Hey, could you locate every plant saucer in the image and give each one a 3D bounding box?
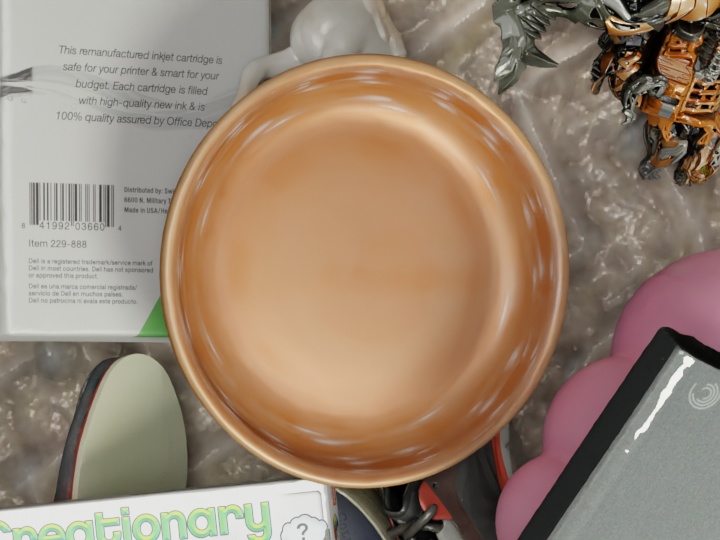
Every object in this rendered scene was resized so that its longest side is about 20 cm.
[{"bbox_3d":[0.000,0.000,1.134,0.199,0.037,0.201,0,91,-20],"label":"plant saucer"}]

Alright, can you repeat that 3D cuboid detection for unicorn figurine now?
[{"bbox_3d":[0.001,-0.095,1.195,0.074,0.200,0.138,0,45,41],"label":"unicorn figurine"}]

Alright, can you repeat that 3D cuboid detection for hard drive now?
[{"bbox_3d":[0.136,0.134,1.089,0.139,0.033,0.200,25,105,-27],"label":"hard drive"}]

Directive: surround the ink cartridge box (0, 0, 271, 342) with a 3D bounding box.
[{"bbox_3d":[-0.123,-0.066,1.195,0.145,0.084,0.201,2,86,-29],"label":"ink cartridge box"}]

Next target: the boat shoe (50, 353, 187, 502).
[{"bbox_3d":[-0.134,0.141,1.228,0.062,0.071,0.201,2,88,49],"label":"boat shoe"}]

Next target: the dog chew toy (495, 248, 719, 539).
[{"bbox_3d":[0.144,0.083,1.151,0.200,0.125,0.125,-43,83,-14],"label":"dog chew toy"}]

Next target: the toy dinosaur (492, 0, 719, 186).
[{"bbox_3d":[0.136,-0.139,1.184,0.135,0.102,0.201,0,98,11],"label":"toy dinosaur"}]

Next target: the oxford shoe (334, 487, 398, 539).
[{"bbox_3d":[0.011,0.194,1.201,0.071,0.074,0.201,-26,85,5],"label":"oxford shoe"}]

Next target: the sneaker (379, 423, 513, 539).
[{"bbox_3d":[0.042,0.131,1.186,0.077,0.082,0.201,-30,74,39],"label":"sneaker"}]

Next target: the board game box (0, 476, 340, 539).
[{"bbox_3d":[-0.106,0.170,1.163,0.199,0.035,0.127,-7,88,4],"label":"board game box"}]
